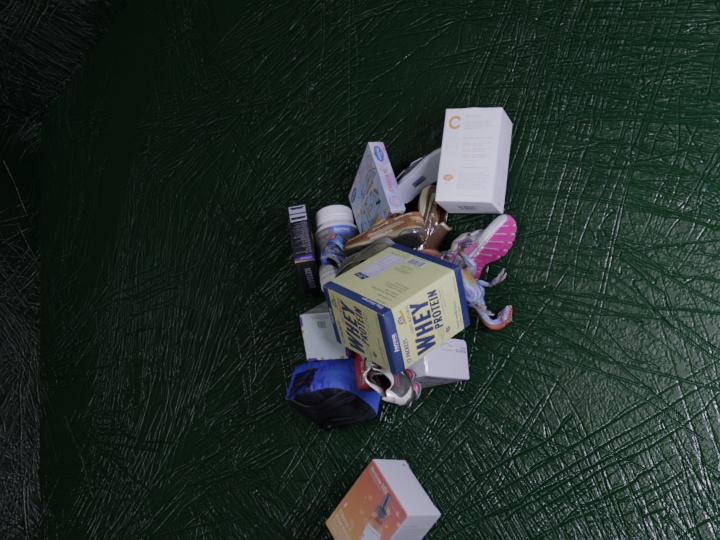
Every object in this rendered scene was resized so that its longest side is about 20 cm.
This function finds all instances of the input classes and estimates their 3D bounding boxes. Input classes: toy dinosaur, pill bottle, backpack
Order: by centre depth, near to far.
[{"bbox_3d":[0.228,0.032,1.522,0.199,0.104,0.183,14,130,61],"label":"toy dinosaur"},{"bbox_3d":[-0.049,0.258,1.730,0.199,0.162,0.169,-19,45,44],"label":"backpack"},{"bbox_3d":[-0.053,-0.050,1.856,0.113,0.113,0.202,-30,59,38],"label":"pill bottle"}]

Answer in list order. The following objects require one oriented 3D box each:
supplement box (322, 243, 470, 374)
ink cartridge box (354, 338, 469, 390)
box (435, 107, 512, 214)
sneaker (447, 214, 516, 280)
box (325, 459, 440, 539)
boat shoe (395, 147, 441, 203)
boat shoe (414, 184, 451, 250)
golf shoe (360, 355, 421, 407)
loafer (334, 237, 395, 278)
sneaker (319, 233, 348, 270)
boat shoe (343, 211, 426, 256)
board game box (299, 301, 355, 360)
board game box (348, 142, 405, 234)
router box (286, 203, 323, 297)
[{"bbox_3d":[0.069,0.068,1.480,0.199,0.199,0.135,22,134,49],"label":"supplement box"},{"bbox_3d":[0.107,0.200,1.590,0.199,0.145,0.084,-19,68,43],"label":"ink cartridge box"},{"bbox_3d":[0.238,-0.227,1.584,0.123,0.097,0.202,4,81,26],"label":"box"},{"bbox_3d":[0.237,-0.050,1.572,0.200,0.081,0.089,-47,51,26],"label":"sneaker"},{"bbox_3d":[0.044,0.522,1.594,0.201,0.106,0.152,-57,45,19],"label":"box"},{"bbox_3d":[0.151,-0.232,1.729,0.200,0.071,0.068,-38,32,31],"label":"boat shoe"},{"bbox_3d":[0.160,-0.092,1.674,0.074,0.074,0.205,1,80,38],"label":"boat shoe"},{"bbox_3d":[0.039,0.185,1.496,0.200,0.088,0.078,48,118,40],"label":"golf shoe"},{"bbox_3d":[0.000,0.000,1.639,0.200,0.075,0.070,-42,6,41],"label":"loafer"},{"bbox_3d":[-0.012,0.002,1.739,0.199,0.076,0.078,36,71,22],"label":"sneaker"},{"bbox_3d":[0.057,-0.077,1.666,0.198,0.076,0.075,-14,56,28],"label":"boat shoe"},{"bbox_3d":[-0.040,0.122,1.695,0.104,0.200,0.104,-6,99,24],"label":"board game box"},{"bbox_3d":[0.035,-0.160,1.786,0.201,0.041,0.201,115,145,-53],"label":"board game box"},{"bbox_3d":[-0.137,-0.047,1.898,0.052,0.200,0.159,-10,63,-1],"label":"router box"}]
